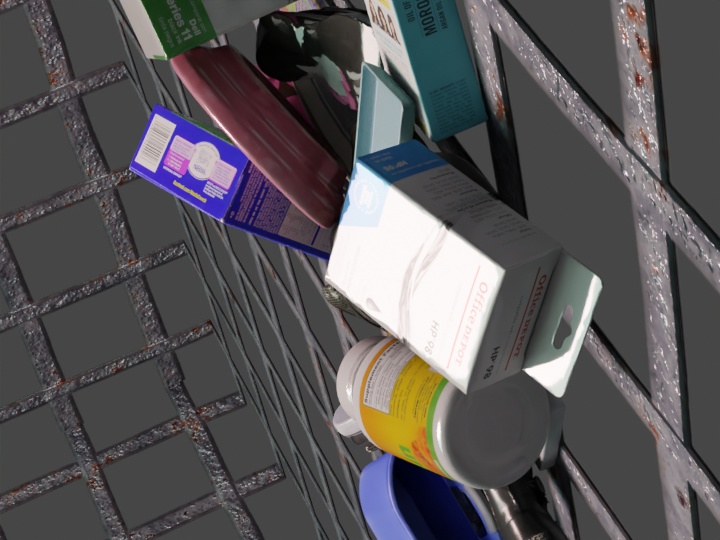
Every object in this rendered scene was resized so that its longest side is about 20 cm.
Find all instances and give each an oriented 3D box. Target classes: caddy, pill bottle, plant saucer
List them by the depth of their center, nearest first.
[{"bbox_3d":[0.016,-0.065,1.542,0.070,0.019,0.200,51,145,45],"label":"plant saucer"},{"bbox_3d":[0.063,0.112,1.666,0.200,0.111,0.111,15,129,59],"label":"pill bottle"},{"bbox_3d":[-0.079,-0.124,1.685,0.201,0.051,0.201,46,-175,-5],"label":"plant saucer"},{"bbox_3d":[0.093,0.229,1.851,0.200,0.141,0.105,59,150,-3],"label":"caddy"}]

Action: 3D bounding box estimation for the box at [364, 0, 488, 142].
[{"bbox_3d":[0.037,-0.203,1.467,0.082,0.049,0.200,-130,20,-59],"label":"box"}]

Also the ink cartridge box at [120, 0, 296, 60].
[{"bbox_3d":[-0.100,-0.255,1.647,0.083,0.200,0.147,66,172,-11],"label":"ink cartridge box"}]

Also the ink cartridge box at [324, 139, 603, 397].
[{"bbox_3d":[0.072,0.006,1.434,0.200,0.067,0.116,38,129,32],"label":"ink cartridge box"}]

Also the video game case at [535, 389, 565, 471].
[{"bbox_3d":[0.124,0.066,1.720,0.143,0.018,0.200,86,158,-64],"label":"video game case"}]

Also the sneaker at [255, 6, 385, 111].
[{"bbox_3d":[0.001,-0.191,1.640,0.200,0.086,0.080,27,126,44],"label":"sneaker"}]

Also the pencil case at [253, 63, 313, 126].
[{"bbox_3d":[-0.075,-0.160,1.934,0.200,0.091,0.094,-105,16,-82],"label":"pencil case"}]

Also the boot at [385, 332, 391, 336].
[{"bbox_3d":[0.032,0.038,2.018,0.200,0.066,0.175,68,171,-12],"label":"boot"}]

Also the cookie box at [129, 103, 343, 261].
[{"bbox_3d":[-0.094,-0.078,1.894,0.200,0.075,0.171,20,-173,-44],"label":"cookie box"}]

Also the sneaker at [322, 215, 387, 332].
[{"bbox_3d":[0.000,0.000,1.750,0.114,0.076,0.199,24,168,33],"label":"sneaker"}]

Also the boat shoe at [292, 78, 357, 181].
[{"bbox_3d":[0.006,-0.123,1.761,0.201,0.071,0.070,56,175,20],"label":"boat shoe"}]

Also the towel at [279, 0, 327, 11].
[{"bbox_3d":[-0.052,-0.255,1.913,0.144,0.023,0.200,91,154,-66],"label":"towel"}]

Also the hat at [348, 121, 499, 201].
[{"bbox_3d":[0.063,-0.043,1.572,0.201,0.081,0.201,41,137,54],"label":"hat"}]

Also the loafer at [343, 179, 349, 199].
[{"bbox_3d":[0.010,-0.084,1.844,0.200,0.072,0.063,64,175,-3],"label":"loafer"}]

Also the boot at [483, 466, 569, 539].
[{"bbox_3d":[0.138,0.205,1.779,0.200,0.066,0.165,59,174,26],"label":"boot"}]

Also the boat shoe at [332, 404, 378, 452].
[{"bbox_3d":[0.056,0.136,1.935,0.066,0.070,0.200,45,133,-18],"label":"boat shoe"}]
